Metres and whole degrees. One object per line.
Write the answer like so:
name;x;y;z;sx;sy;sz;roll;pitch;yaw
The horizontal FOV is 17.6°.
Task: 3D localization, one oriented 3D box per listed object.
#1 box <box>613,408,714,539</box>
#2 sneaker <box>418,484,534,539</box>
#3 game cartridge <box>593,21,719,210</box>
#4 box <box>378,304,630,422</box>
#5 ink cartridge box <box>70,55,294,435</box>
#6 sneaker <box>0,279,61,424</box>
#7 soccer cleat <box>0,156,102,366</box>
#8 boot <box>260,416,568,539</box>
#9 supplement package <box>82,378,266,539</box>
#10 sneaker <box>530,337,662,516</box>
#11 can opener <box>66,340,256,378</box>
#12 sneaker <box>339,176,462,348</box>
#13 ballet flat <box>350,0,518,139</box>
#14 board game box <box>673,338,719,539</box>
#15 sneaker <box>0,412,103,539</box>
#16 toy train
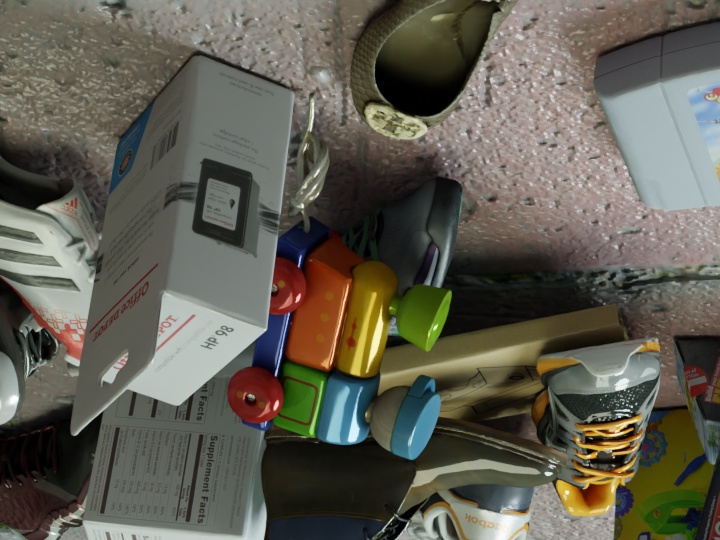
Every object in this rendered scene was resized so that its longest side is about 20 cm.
box;0.276;0.204;1.584;0.192;0.201;0.122;-5;148;20
sneaker;0.077;0.152;1.588;0.078;0.080;0.200;13;176;1
game cartridge;0.234;-0.088;1.274;0.199;0.042;0.133;-6;151;20
box;0.077;0.069;1.501;0.199;0.021;0.164;-11;162;9
ink cartridge box;-0.100;-0.004;1.315;0.067;0.201;0.116;20;147;-23
sneaker;-0.223;0.037;1.466;0.082;0.200;0.077;4;111;-21
soccer cleat;-0.180;-0.010;1.420;0.200;0.069;0.085;39;121;-13
boot;0.029;0.142;1.458;0.199;0.097;0.075;4;165;22
supplement package;-0.115;0.154;1.618;0.110;0.156;0.200;5;149;4
sneaker;0.151;0.096;1.458;0.078;0.078;0.200;-7;160;-1
can opener;-0.125;0.035;1.496;0.200;0.053;0.067;-5;137;42
sneaker;0.000;0.000;1.429;0.087;0.075;0.200;17;148;-7
ballet flat;0.042;-0.122;1.243;0.067;0.047;0.200;16;147;-14
board game box;0.285;0.122;1.495;0.199;0.200;0.062;12;151;19
sneaker;-0.254;0.145;1.713;0.115;0.076;0.200;20;147;-16
toy train;0.002;0.009;1.351;0.115;0.085;0.201;18;112;14
